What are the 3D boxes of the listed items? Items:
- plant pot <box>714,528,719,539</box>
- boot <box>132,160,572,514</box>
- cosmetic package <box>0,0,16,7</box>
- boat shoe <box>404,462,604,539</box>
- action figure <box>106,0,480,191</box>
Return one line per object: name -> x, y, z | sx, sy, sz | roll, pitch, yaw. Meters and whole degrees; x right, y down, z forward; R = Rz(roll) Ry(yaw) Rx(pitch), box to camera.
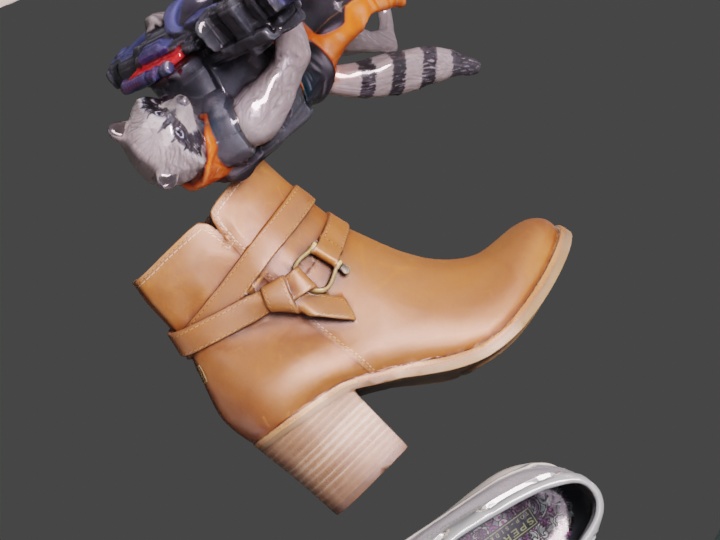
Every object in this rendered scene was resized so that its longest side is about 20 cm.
plant pot -> 0.275, 0.192, 0.823 | 0.194, 0.200, 0.202 | 21, 72, -3
boot -> 0.000, 0.000, 0.831 | 0.155, 0.074, 0.200 | 46, 66, 1
cosmetic package -> -0.174, -0.234, 0.782 | 0.103, 0.073, 0.202 | -25, 112, -20
boat shoe -> 0.037, 0.159, 0.805 | 0.200, 0.071, 0.070 | -37, 92, -20
action figure -> -0.028, -0.098, 0.784 | 0.193, 0.199, 0.105 | -34, 102, -23
